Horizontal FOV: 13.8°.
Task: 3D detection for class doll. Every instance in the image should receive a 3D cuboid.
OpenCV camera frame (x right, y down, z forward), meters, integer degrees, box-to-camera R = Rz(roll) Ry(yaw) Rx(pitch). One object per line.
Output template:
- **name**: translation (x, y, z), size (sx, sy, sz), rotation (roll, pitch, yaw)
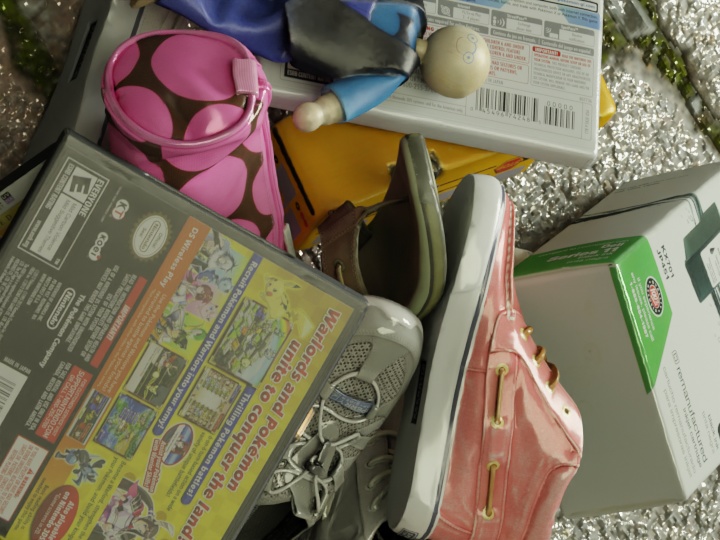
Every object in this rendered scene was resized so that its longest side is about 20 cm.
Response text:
- **doll**: translation (-0.023, -0.134, 1.601), size (0.199, 0.048, 0.137), rotation (18, 54, -17)

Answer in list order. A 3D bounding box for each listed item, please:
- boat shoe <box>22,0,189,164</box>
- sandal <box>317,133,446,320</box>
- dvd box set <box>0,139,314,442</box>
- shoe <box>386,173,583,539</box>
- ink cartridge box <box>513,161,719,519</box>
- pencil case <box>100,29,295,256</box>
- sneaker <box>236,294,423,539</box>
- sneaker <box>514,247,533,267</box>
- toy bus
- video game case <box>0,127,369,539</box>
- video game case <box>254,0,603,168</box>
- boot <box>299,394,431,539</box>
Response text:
- **boat shoe**: translation (-0.131, -0.086, 1.622), size (0.069, 0.071, 0.201), rotation (23, 75, -23)
- **sandal**: translation (0.000, 0.001, 1.623), size (0.057, 0.201, 0.080), rotation (1, 58, -22)
- **dvd box set**: translation (-0.140, 0.039, 1.574), size (0.200, 0.146, 0.029), rotation (50, 34, -14)
- **shoe**: translation (0.077, 0.052, 1.618), size (0.090, 0.071, 0.202), rotation (10, 93, -12)
- **ink cartridge box**: translation (0.170, 0.036, 1.717), size (0.200, 0.083, 0.148), rotation (-36, 111, -56)
- **pencil case**: translation (-0.081, -0.040, 1.584), size (0.093, 0.201, 0.091), rotation (0, 54, 6)
- **sneaker**: translation (-0.025, 0.099, 1.616), size (0.074, 0.082, 0.200), rotation (20, 124, -23)
- **sneaker**: translation (0.088, 0.088, 1.728), size (0.072, 0.071, 0.202), rotation (27, 69, -62)
- **toy bus**: translation (0.043, -0.077, 1.696), size (0.199, 0.078, 0.065), rotation (-20, 75, -25)
- **video game case**: translation (-0.121, 0.058, 1.518), size (0.180, 0.026, 0.201), rotation (29, 95, -12)
- **video game case**: translation (0.041, -0.159, 1.673), size (0.199, 0.022, 0.184), rotation (10, 66, -14)
- **boot**: translation (0.019, 0.122, 1.687), size (0.073, 0.095, 0.201), rotation (17, 84, -26)
